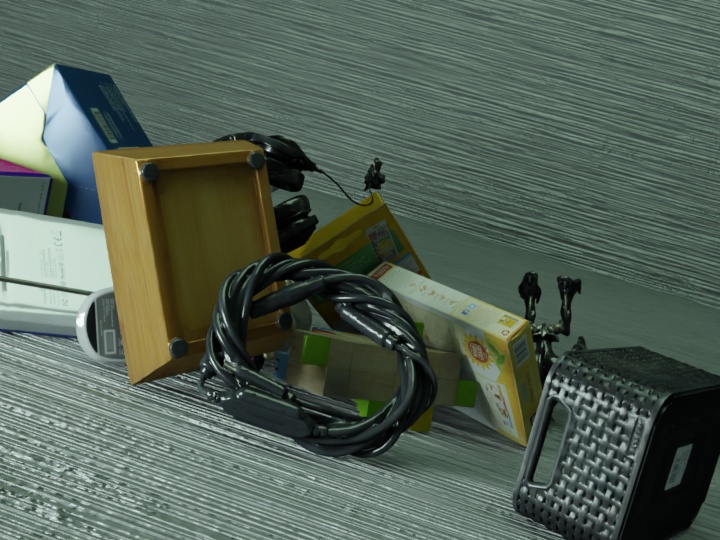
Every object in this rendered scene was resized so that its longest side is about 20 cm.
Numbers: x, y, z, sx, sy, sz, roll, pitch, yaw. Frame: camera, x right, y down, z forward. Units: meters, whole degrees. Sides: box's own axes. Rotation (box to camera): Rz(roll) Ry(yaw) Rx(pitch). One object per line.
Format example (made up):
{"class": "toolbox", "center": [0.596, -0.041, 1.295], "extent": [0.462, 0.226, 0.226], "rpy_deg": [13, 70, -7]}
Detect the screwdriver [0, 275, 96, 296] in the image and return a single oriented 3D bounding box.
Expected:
{"class": "screwdriver", "center": [-0.248, 0.021, 0.890], "extent": [0.198, 0.028, 0.029], "rpy_deg": [13, 14, -29]}

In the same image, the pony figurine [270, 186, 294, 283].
{"class": "pony figurine", "center": [-0.157, -0.033, 1.107], "extent": [0.192, 0.167, 0.201], "rpy_deg": [-18, 65, -41]}

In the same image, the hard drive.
{"class": "hard drive", "center": [-0.259, 0.010, 0.934], "extent": [0.198, 0.025, 0.133], "rpy_deg": [9, 47, -33]}

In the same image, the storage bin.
{"class": "storage bin", "center": [0.223, 0.144, 0.782], "extent": [0.093, 0.137, 0.199], "rpy_deg": [21, 11, 35]}

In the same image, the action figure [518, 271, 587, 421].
{"class": "action figure", "center": [0.221, 0.102, 1.102], "extent": [0.117, 0.202, 0.102], "rpy_deg": [-7, -40, 25]}

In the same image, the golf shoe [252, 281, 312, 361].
{"class": "golf shoe", "center": [-0.136, 0.008, 0.975], "extent": [0.200, 0.075, 0.092], "rpy_deg": [47, 43, -3]}

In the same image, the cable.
{"class": "cable", "center": [-0.030, 0.069, 0.795], "extent": [0.197, 0.165, 0.051], "rpy_deg": [16, -35, -2]}

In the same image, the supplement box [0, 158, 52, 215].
{"class": "supplement box", "center": [-0.485, -0.091, 1.138], "extent": [0.198, 0.103, 0.103], "rpy_deg": [18, 10, 23]}

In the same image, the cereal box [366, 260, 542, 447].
{"class": "cereal box", "center": [0.096, 0.082, 0.969], "extent": [0.039, 0.145, 0.199], "rpy_deg": [-37, 40, -26]}

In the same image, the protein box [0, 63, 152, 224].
{"class": "protein box", "center": [-0.369, -0.149, 1.267], "extent": [0.200, 0.134, 0.200], "rpy_deg": [59, 8, -4]}

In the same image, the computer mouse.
{"class": "computer mouse", "center": [-0.173, 0.046, 0.893], "extent": [0.198, 0.112, 0.044], "rpy_deg": [0, -4, -33]}

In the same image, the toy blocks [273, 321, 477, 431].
{"class": "toy blocks", "center": [-0.003, 0.091, 0.929], "extent": [0.198, 0.102, 0.136], "rpy_deg": [9, -1, -32]}

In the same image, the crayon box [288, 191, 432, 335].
{"class": "crayon box", "center": [0.000, 0.000, 1.040], "extent": [0.052, 0.125, 0.200], "rpy_deg": [59, 2, 38]}

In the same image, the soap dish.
{"class": "soap dish", "center": [-0.142, -0.014, 0.838], "extent": [0.156, 0.203, 0.081], "rpy_deg": [-10, 1, -38]}

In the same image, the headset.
{"class": "headset", "center": [-0.076, -0.078, 0.934], "extent": [0.197, 0.126, 0.094], "rpy_deg": [-6, -2, -6]}
